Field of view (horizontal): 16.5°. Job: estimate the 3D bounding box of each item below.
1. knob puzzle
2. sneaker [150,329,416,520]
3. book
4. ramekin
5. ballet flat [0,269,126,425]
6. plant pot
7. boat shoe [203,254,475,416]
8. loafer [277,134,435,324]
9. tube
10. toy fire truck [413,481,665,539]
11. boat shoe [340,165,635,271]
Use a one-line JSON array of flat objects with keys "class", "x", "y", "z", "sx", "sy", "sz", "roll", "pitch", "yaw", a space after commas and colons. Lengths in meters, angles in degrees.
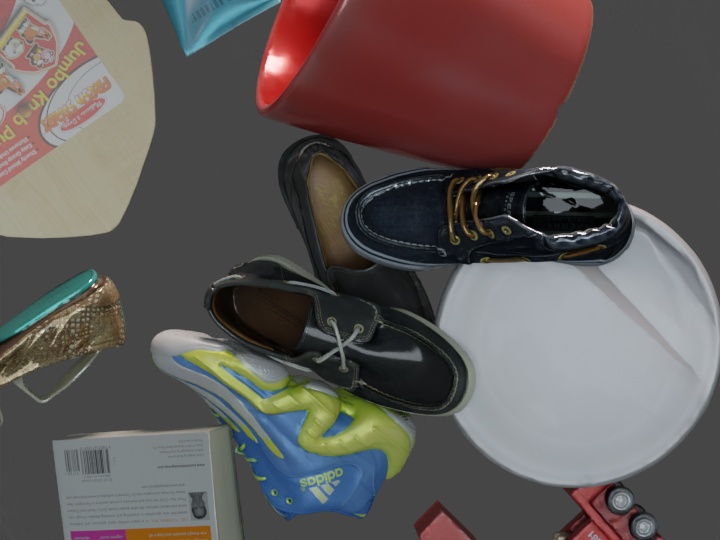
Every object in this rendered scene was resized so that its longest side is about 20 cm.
[{"class": "knob puzzle", "x": -0.231, "y": -0.111, "z": 1.747, "sx": 0.218, "sy": 0.030, "sz": 0.221, "roll": 0, "pitch": 92, "yaw": -3}, {"class": "sneaker", "x": -0.065, "y": 0.116, "z": 1.743, "sx": 0.199, "sy": 0.076, "sz": 0.106, "roll": 21, "pitch": 92, "yaw": -4}, {"class": "book", "x": -0.144, "y": 0.212, "z": 1.736, "sx": 0.133, "sy": 0.048, "sz": 0.201, "roll": -5, "pitch": 94, "yaw": 27}, {"class": "ramekin", "x": 0.148, "y": 0.048, "z": 1.741, "sx": 0.201, "sy": 0.094, "sz": 0.204, "roll": 0, "pitch": 92, "yaw": -2}, {"class": "ballet flat", "x": -0.251, "y": 0.074, "z": 1.738, "sx": 0.199, "sy": 0.071, "sz": 0.065, "roll": -28, "pitch": 108, "yaw": 2}, {"class": "plant pot", "x": 0.049, "y": -0.161, "z": 1.689, "sx": 0.177, "sy": 0.200, "sz": 0.201, "roll": 25, "pitch": 91, "yaw": -14}, {"class": "boat shoe", "x": -0.016, "y": 0.050, "z": 1.695, "sx": 0.199, "sy": 0.068, "sz": 0.072, "roll": 25, "pitch": 106, "yaw": 23}, {"class": "loafer", "x": 0.000, "y": 0.000, "z": 1.742, "sx": 0.073, "sy": 0.072, "sz": 0.201, "roll": -30, "pitch": 94, "yaw": -3}, {"class": "tube", "x": -0.138, "y": -0.257, "z": 1.743, "sx": 0.077, "sy": 0.050, "sz": 0.201, "roll": -28, "pitch": 99, "yaw": 6}, {"class": "toy fire truck", "x": 0.150, "y": 0.215, "z": 1.770, "sx": 0.141, "sy": 0.049, "sz": 0.200, "roll": -42, "pitch": 94, "yaw": 0}, {"class": "boat shoe", "x": 0.082, "y": -0.041, "z": 1.646, "sx": 0.199, "sy": 0.091, "sz": 0.071, "roll": 0, "pitch": 80, "yaw": 7}]
